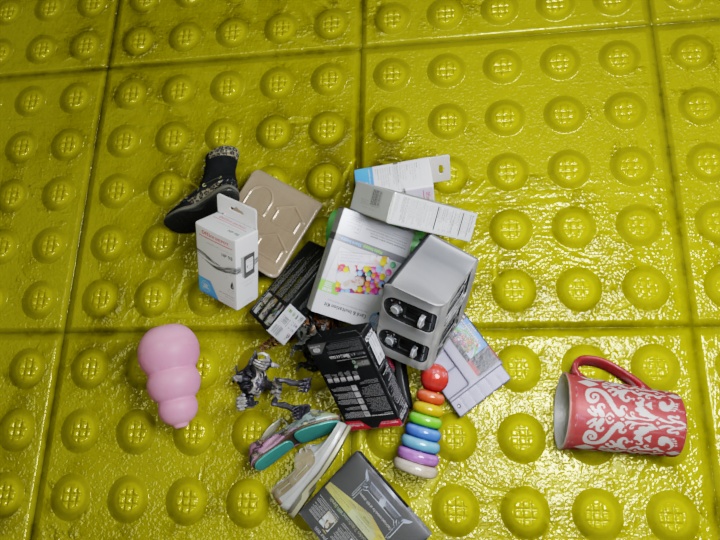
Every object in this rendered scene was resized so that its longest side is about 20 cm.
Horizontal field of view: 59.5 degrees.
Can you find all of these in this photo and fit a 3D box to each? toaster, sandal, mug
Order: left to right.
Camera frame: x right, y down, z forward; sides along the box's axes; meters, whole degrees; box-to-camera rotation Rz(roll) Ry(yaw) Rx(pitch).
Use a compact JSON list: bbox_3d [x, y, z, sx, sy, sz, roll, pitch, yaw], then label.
[{"bbox_3d":[0.062,0.171,1.230,0.044,0.075,0.204,-13,73,13],"label":"sandal"},{"bbox_3d":[0.120,0.053,1.144,0.117,0.183,0.200,26,47,18],"label":"toaster"},{"bbox_3d":[0.456,0.238,1.114,0.196,0.134,0.181,6,75,8],"label":"mug"}]

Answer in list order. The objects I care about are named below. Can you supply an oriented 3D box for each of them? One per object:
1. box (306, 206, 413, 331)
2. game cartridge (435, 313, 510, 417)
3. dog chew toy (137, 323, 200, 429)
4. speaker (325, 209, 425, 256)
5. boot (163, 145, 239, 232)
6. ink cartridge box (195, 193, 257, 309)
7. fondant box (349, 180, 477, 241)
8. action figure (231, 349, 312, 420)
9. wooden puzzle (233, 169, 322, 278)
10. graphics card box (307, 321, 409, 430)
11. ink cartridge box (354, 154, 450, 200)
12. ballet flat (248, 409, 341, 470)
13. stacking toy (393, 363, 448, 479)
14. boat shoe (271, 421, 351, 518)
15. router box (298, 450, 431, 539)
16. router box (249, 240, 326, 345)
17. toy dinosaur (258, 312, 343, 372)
[{"bbox_3d":[0.000,0.000,1.205,0.153,0.041,0.204,19,92,-20],"label":"box"},{"bbox_3d":[0.186,0.165,1.231,0.129,0.038,0.201,-37,71,1],"label":"game cartridge"},{"bbox_3d":[-0.377,0.214,1.267,0.122,0.125,0.204,-15,79,4],"label":"dog chew toy"},{"bbox_3d":[0.031,-0.069,1.302,0.196,0.089,0.090,14,75,13],"label":"speaker"},{"bbox_3d":[-0.349,-0.181,1.412,0.201,0.073,0.156,-23,50,23],"label":"boot"},{"bbox_3d":[-0.270,-0.038,1.273,0.114,0.203,0.066,23,35,28],"label":"ink cartridge box"},{"bbox_3d":[0.099,-0.112,1.187,0.144,0.197,0.059,28,104,56],"label":"fondant box"},{"bbox_3d":[-0.190,0.220,1.224,0.197,0.102,0.121,9,77,29],"label":"action figure"},{"bbox_3d":[-0.204,-0.101,1.375,0.183,0.046,0.202,28,75,16],"label":"wooden puzzle"},{"bbox_3d":[-0.003,0.199,1.163,0.124,0.051,0.203,-13,113,31],"label":"graphics card box"},{"bbox_3d":[0.093,-0.170,1.306,0.196,0.116,0.068,-9,70,7],"label":"ink cartridge box"},{"bbox_3d":[-0.134,0.312,1.226,0.198,0.069,0.072,-30,51,0],"label":"ballet flat"},{"bbox_3d":[0.124,0.275,1.170,0.084,0.085,0.204,13,80,13],"label":"stacking toy"},{"bbox_3d":[-0.094,0.363,1.184,0.068,0.075,0.202,35,88,11],"label":"boat shoe"},{"bbox_3d":[0.009,0.463,1.156,0.157,0.052,0.200,-43,71,-5],"label":"router box"},{"bbox_3d":[-0.127,0.039,1.266,0.051,0.149,0.201,44,82,-26],"label":"router box"},{"bbox_3d":[-0.102,0.129,1.268,0.199,0.102,0.137,-35,38,15],"label":"toy dinosaur"}]
